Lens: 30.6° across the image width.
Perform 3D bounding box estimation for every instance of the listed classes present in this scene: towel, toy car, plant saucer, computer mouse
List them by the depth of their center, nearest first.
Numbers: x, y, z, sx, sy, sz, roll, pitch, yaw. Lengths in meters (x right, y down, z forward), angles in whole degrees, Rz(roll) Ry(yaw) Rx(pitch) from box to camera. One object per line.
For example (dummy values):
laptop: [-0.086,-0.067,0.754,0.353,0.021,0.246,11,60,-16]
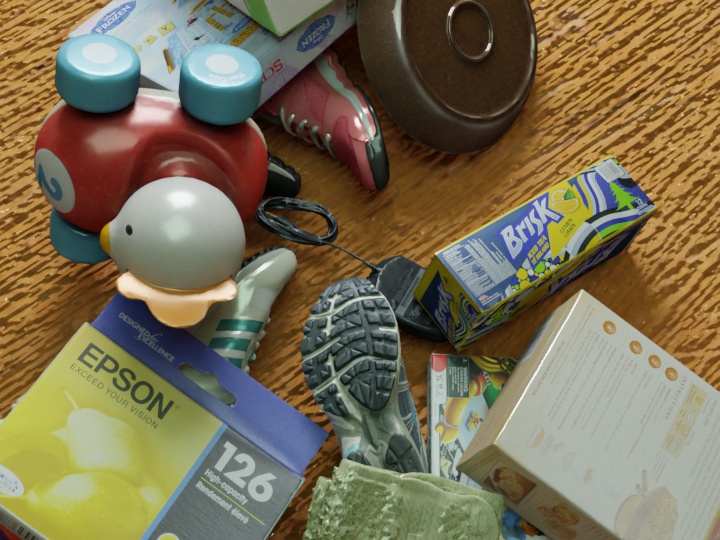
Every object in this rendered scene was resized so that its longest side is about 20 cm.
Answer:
towel: [0.019,0.240,0.930,0.148,0.036,0.200,14,91,-20]
toy car: [-0.152,-0.039,0.959,0.176,0.185,0.200,4,43,-12]
computer mouse: [0.000,0.000,1.085,0.200,0.034,0.059,32,58,5]
plant saucer: [0.085,-0.201,1.123,0.200,0.034,0.201,4,83,-38]

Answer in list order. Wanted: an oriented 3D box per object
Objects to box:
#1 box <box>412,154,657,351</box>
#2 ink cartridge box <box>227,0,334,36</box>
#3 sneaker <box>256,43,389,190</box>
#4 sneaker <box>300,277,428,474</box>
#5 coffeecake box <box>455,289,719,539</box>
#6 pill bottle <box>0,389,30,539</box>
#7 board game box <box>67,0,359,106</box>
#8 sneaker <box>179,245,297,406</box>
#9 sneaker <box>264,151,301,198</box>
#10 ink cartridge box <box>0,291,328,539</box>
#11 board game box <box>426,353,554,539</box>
box: [0.143,-0.016,1.070,0.200,0.070,0.064,-28,71,-27]
ink cartridge box: [-0.074,-0.297,1.097,0.145,0.084,0.200,-37,46,-13]
sneaker: [-0.042,-0.137,1.139,0.087,0.074,0.200,-28,63,-5]
sneaker: [0.007,0.106,1.017,0.077,0.086,0.200,-13,76,8]
coffeecake box: [0.198,0.139,0.991,0.200,0.073,0.154,37,60,-2]
pill bottle: [-0.284,0.176,0.954,0.200,0.111,0.111,-41,75,-18]
board game box: [-0.117,-0.218,1.131,0.200,0.041,0.199,-43,49,-19]
sneaker: [-0.111,0.068,1.048,0.200,0.070,0.093,-43,98,-25]
sneaker: [-0.152,-0.080,1.110,0.200,0.076,0.088,18,96,-5]
ink cartridge box: [-0.145,0.131,0.933,0.197,0.047,0.200,35,61,-2]
board game box: [0.116,0.166,1.027,0.126,0.035,0.200,2,66,-4]
